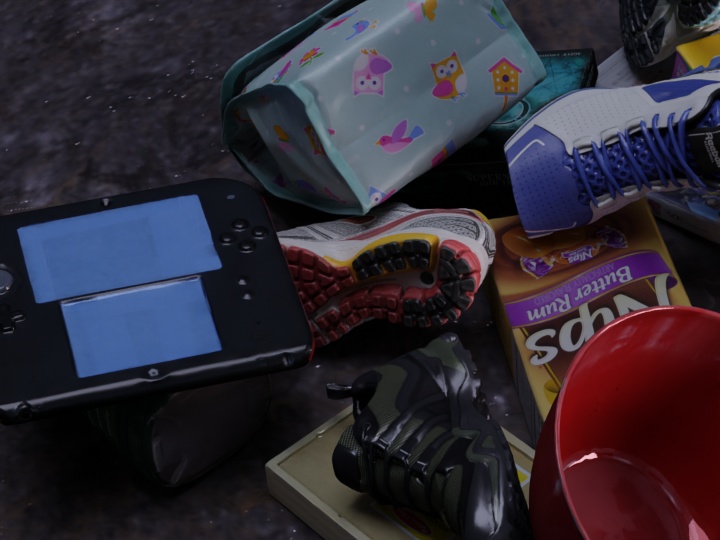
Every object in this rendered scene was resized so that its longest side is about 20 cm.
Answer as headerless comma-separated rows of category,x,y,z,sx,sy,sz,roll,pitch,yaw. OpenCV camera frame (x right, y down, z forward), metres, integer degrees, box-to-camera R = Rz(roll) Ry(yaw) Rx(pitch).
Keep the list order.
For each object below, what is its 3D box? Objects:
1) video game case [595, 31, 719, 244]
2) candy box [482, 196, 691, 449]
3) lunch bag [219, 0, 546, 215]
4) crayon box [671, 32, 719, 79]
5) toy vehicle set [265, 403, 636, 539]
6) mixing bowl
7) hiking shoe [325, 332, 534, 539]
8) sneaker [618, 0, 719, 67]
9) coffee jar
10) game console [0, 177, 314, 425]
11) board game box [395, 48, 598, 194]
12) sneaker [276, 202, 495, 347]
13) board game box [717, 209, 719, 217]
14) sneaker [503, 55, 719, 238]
video game case,0.241,-0.109,1.668,0.182,0.023,0.200,27,50,34
candy box,0.150,0.038,1.483,0.116,0.057,0.200,-10,42,-5
lunch bag,0.004,-0.124,1.581,0.170,0.122,0.200,-35,14,-16
crayon box,0.332,-0.092,1.581,0.172,0.058,0.200,-19,52,-15
toy vehicle set,0.052,0.142,1.397,0.124,0.027,0.200,-32,46,-26
mixing bowl,0.169,0.132,1.300,0.199,0.108,0.201,13,58,-22
hiking shoe,0.038,0.120,1.360,0.100,0.076,0.200,-19,32,-1
sneaker,0.245,-0.189,1.645,0.086,0.078,0.200,-5,-1,-17
coffee jar,-0.156,0.049,1.491,0.104,0.086,0.200,-34,47,-29
game console,-0.142,0.015,1.440,0.199,0.031,0.177,-11,39,-10
board game box,0.060,-0.105,1.661,0.199,0.028,0.136,-2,39,19
sneaker,0.000,0.000,1.523,0.199,0.078,0.082,-2,26,30
board game box,0.319,-0.101,1.427,0.037,0.200,0.151,46,60,-6
sneaker,0.189,-0.082,1.467,0.198,0.081,0.115,-21,11,1
